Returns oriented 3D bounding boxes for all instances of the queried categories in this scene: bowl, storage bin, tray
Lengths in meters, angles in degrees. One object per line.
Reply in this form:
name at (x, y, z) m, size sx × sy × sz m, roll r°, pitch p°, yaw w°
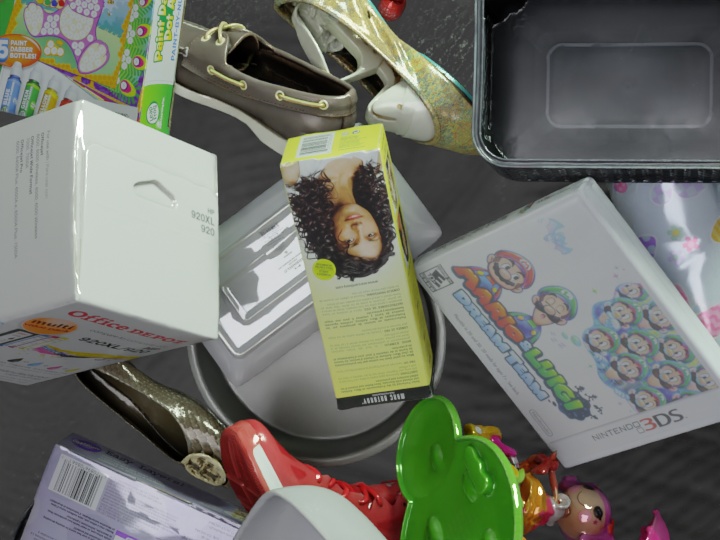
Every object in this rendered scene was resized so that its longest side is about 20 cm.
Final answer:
bowl at (-0.012, 0.259, 1.226) m, size 0.200 × 0.074 × 0.200 m, roll 47°, pitch 132°, yaw 24°
storage bin at (0.179, -0.131, 1.188) m, size 0.199 × 0.094 × 0.136 m, roll 1°, pitch 88°, yaw 11°
tray at (-0.048, -0.010, 1.311) m, size 0.200 × 0.022 × 0.108 m, roll -36°, pitch 90°, yaw 11°

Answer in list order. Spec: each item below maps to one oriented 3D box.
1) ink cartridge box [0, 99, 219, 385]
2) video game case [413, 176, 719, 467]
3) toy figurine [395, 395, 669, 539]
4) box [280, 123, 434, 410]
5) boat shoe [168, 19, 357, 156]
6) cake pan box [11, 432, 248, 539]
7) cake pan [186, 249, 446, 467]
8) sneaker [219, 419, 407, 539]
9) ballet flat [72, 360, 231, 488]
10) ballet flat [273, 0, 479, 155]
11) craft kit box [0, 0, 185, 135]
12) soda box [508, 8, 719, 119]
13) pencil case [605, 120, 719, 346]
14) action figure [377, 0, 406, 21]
ink cartridge box at (-0.220, -0.013, 1.258) m, size 0.199 × 0.147 × 0.145 m, roll -15°, pitch 70°, yaw 34°
video game case at (0.154, 0.043, 1.258) m, size 0.182 × 0.024 × 0.200 m, roll -25°, pitch 107°, yaw 48°
toy figurine at (0.136, 0.190, 1.291) m, size 0.183 × 0.200 × 0.150 m, roll 13°, pitch 126°, yaw -29°
box at (0.000, 0.000, 1.260) m, size 0.075 × 0.050 × 0.201 m, roll -9°, pitch 116°, yaw 10°
boat shoe at (-0.086, -0.146, 1.291) m, size 0.200 × 0.072 × 0.060 m, roll 32°, pitch 126°, yaw 23°
cake pan box at (-0.185, 0.248, 1.390) m, size 0.199 × 0.052 × 0.185 m, roll 22°, pitch 98°, yaw 5°
cake pan at (-0.032, 0.048, 1.347) m, size 0.199 × 0.037 × 0.201 m, roll 1°, pitch 98°, yaw 8°
sneaker at (-0.020, 0.166, 1.325) m, size 0.115 × 0.078 × 0.201 m, roll -38°, pitch 122°, yaw -18°
ballet flat at (-0.172, 0.102, 1.359) m, size 0.200 × 0.046 × 0.067 m, roll 42°, pitch 136°, yaw 3°
ballet flat at (0.012, -0.144, 1.296) m, size 0.071 × 0.071 × 0.200 m, roll -44°, pitch 86°, yaw 11°
craft kit box at (-0.217, -0.208, 1.303) m, size 0.199 × 0.048 × 0.199 m, roll 12°, pitch 97°, yaw 29°
soda box at (0.208, -0.149, 1.267) m, size 0.199 × 0.071 × 0.064 m, roll -5°, pitch 93°, yaw 10°
pencil case at (0.227, -0.015, 1.278) m, size 0.090 × 0.083 × 0.201 m, roll -12°, pitch 95°, yaw 24°
action figure at (0.065, -0.270, 1.286) m, size 0.065 × 0.052 × 0.201 m, roll 33°, pitch 106°, yaw 8°
